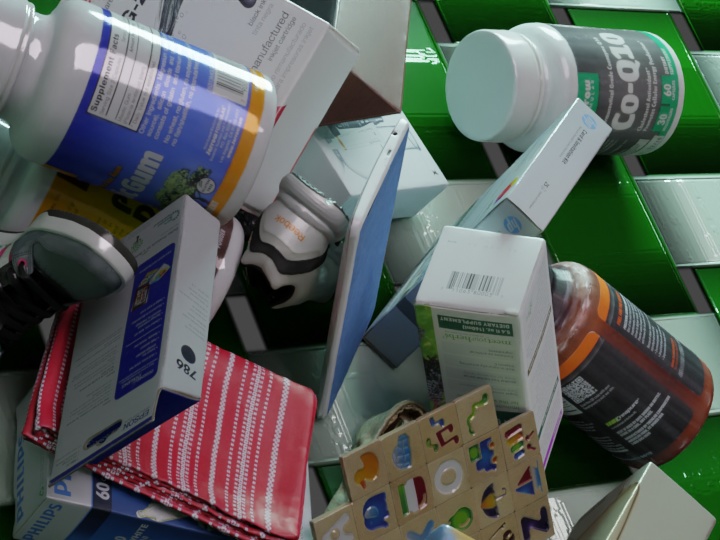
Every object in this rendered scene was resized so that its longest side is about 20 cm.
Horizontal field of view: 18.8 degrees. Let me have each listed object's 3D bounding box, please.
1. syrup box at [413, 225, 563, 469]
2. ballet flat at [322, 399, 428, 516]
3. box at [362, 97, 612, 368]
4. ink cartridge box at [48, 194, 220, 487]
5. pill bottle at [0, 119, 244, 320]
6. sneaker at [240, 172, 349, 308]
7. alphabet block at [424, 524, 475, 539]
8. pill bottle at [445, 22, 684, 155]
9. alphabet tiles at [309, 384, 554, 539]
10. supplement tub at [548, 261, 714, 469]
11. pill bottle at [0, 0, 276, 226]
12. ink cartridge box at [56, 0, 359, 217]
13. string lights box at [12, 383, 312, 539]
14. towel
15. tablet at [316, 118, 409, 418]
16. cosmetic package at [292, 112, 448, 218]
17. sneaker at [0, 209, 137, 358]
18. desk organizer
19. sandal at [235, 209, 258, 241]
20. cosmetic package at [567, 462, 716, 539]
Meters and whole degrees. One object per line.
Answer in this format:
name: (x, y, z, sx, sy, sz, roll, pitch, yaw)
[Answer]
syrup box: (0.097, 0.067, 1.596, 0.078, 0.201, 0.082, 8, 48, 17)
ballet flat: (0.010, 0.171, 1.555, 0.067, 0.062, 0.201, 30, 45, -17)
box: (0.097, -0.029, 1.676, 0.041, 0.200, 0.156, 41, 42, -2)
ink cartridge box: (-0.142, 0.050, 1.385, 0.039, 0.099, 0.201, 40, 36, -29)
pill bottle: (-0.189, -0.031, 1.525, 0.199, 0.109, 0.110, 29, 45, -16)
sneaker: (-0.052, -0.008, 1.587, 0.073, 0.200, 0.080, 36, 81, 12)
alphabet block: (0.071, 0.316, 1.386, 0.199, 0.196, 0.197, 28, 50, -17)
pill bottle: (0.178, -0.158, 1.904, 0.199, 0.113, 0.114, -2, 59, -38)
alphabet tiles: (0.054, 0.181, 1.526, 0.199, 0.006, 0.168, -24, 112, -30)
supplement tub: (0.179, 0.064, 1.710, 0.200, 0.107, 0.108, 38, 41, -26)
pill bottle: (-0.165, -0.111, 1.442, 0.198, 0.112, 0.113, 20, 48, -19)
ink cartridge box: (-0.125, -0.154, 1.587, 0.199, 0.146, 0.084, 31, 1, 20)
string lights box: (-0.133, 0.144, 1.468, 0.199, 0.059, 0.103, 16, 49, -28)
towel: (-0.121, 0.095, 1.455, 0.199, 0.023, 0.145, 27, 43, -17)
tablet: (0.000, 0.000, 1.589, 0.014, 0.201, 0.131, 18, 44, 7)
cosmetic package: (-0.032, -0.132, 1.746, 0.201, 0.052, 0.150, 58, 28, 14)
sneaker: (-0.235, 0.028, 1.400, 0.084, 0.199, 0.121, 46, 58, -27)
desk organizer: (-0.012, -0.182, 1.709, 0.077, 0.072, 0.201, 38, 32, -22)
sandal: (-0.111, -0.084, 1.683, 0.075, 0.045, 0.201, 21, 33, -31)
cosmetic package: (0.177, 0.244, 1.597, 0.073, 0.104, 0.200, 41, 42, -2)
